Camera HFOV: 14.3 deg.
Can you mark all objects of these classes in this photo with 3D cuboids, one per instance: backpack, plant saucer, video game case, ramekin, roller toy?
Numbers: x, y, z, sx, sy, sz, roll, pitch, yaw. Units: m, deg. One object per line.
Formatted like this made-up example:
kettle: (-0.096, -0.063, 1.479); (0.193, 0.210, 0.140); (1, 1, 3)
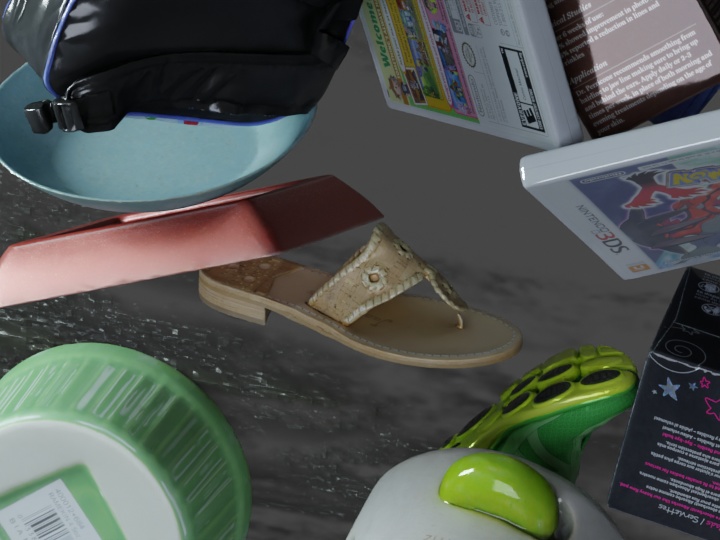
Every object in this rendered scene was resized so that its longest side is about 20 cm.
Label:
backpack: (-0.095, -0.172, 1.658); (0.190, 0.154, 0.200); (15, 116, -32)
plant saucer: (-0.109, -0.021, 1.742); (0.199, 0.200, 0.037); (-10, 93, 20)
video game case: (0.215, -0.049, 1.656); (0.200, 0.182, 0.023); (-13, 68, 20)
plant saucer: (-0.124, -0.083, 1.724); (0.201, 0.201, 0.039); (6, 127, 14)
ramekin: (-0.179, 0.157, 1.879); (0.200, 0.098, 0.200); (5, 111, 14)
roller toy: (0.070, 0.215, 1.746); (0.182, 0.140, 0.200); (-19, 120, 40)
video game case: (0.045, -0.173, 1.657); (0.182, 0.022, 0.200); (19, 133, 55)

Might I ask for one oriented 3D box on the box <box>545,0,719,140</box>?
box: (0.135, -0.184, 1.654); (0.100, 0.075, 0.200); (-27, 99, 23)

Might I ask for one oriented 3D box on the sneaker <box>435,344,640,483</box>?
sneaker: (0.112, 0.115, 1.797); (0.084, 0.074, 0.200); (44, 127, -8)

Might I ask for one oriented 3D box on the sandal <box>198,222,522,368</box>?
sandal: (-0.002, 0.003, 1.781); (0.211, 0.078, 0.070); (12, 120, 17)

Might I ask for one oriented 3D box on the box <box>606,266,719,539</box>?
box: (0.264, 0.099, 1.710); (0.200, 0.132, 0.115); (19, 118, 9)

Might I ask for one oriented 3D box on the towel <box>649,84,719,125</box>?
towel: (0.149, -0.189, 1.694); (0.200, 0.024, 0.145); (37, 115, 0)
